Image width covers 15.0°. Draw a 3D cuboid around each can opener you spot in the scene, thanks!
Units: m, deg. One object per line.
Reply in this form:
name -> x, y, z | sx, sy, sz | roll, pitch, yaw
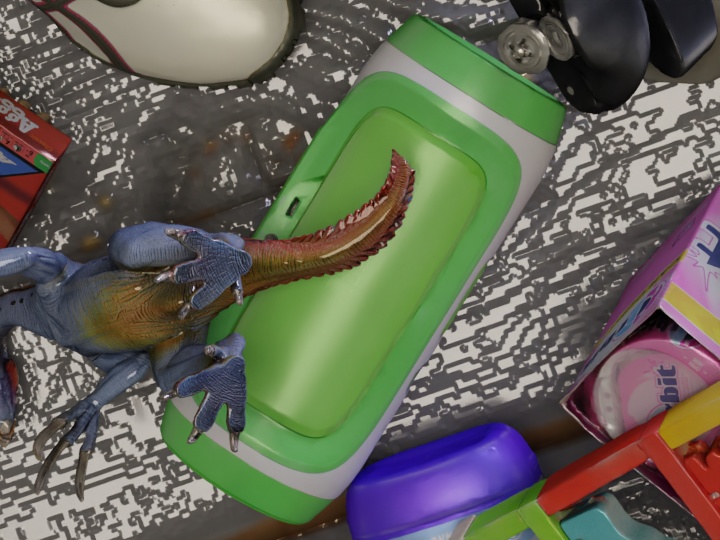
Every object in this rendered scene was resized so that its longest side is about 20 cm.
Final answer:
can opener -> 0.059, -0.150, 1.064 | 0.079, 0.063, 0.200 | -41, 102, -34

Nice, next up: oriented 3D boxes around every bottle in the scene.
bottle -> 0.061, 0.167, 1.130 | 0.083, 0.065, 0.200 | -18, 95, 10

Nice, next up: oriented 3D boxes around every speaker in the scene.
speaker -> 0.000, 0.000, 1.106 | 0.088, 0.088, 0.200 | 32, 97, -1

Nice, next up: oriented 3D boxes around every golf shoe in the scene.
golf shoe -> -0.117, -0.132, 1.097 | 0.200, 0.088, 0.077 | 29, 95, -2

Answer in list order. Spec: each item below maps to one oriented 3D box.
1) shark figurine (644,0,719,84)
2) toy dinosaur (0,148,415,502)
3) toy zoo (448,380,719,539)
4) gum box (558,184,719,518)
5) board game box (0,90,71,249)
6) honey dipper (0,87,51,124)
shark figurine -> 0.182, -0.177, 1.078 | 0.128, 0.090, 0.215 | 3, 98, 1
toy dinosaur -> -0.092, 0.026, 1.091 | 0.200, 0.181, 0.105 | -20, 102, -22
toy zoo -> 0.146, 0.110, 1.037 | 0.200, 0.020, 0.131 | -33, 101, 31
gum box -> 0.187, 0.071, 1.082 | 0.200, 0.114, 0.066 | 40, 123, -2
board game box -> -0.220, -0.075, 1.113 | 0.200, 0.019, 0.103 | 35, 137, -1
honey dipper -> -0.222, -0.099, 1.132 | 0.200, 0.038, 0.038 | 31, 97, 2
